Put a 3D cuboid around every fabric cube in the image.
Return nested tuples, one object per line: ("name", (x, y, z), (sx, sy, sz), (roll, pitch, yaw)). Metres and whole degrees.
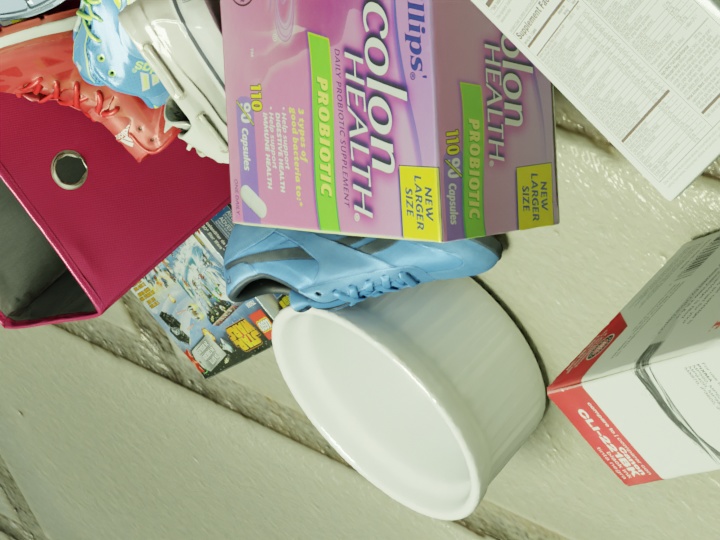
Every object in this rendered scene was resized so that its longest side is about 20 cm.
("fabric cube", (-0.214, -0.095, 1.906), (0.196, 0.199, 0.200), (55, 154, -15))

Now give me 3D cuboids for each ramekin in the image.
("ramekin", (0.040, 0.076, 1.872), (0.200, 0.098, 0.201), (37, 153, 23))

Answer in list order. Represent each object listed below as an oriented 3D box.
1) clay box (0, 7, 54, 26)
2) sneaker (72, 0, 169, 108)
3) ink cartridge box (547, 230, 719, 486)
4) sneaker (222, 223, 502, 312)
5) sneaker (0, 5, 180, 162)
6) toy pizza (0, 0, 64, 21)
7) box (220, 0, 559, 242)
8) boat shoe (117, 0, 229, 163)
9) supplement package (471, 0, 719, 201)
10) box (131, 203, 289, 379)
("clay box", (-0.266, -0.229, 1.815), (0.115, 0.048, 0.200), (54, 159, -14))
("sneaker", (-0.152, -0.172, 1.647), (0.200, 0.105, 0.076), (49, 178, -42))
("ink cartridge box", (0.220, 0.040, 1.478), (0.084, 0.144, 0.200), (49, 155, -8))
("sneaker", (0.000, 0.000, 1.781), (0.200, 0.078, 0.066), (3, 157, 21))
("sneaker", (-0.190, -0.122, 1.764), (0.078, 0.200, 0.116), (-178, 71, -70))
("toy pizza", (-0.252, -0.259, 1.682), (0.200, 0.032, 0.200), (8, 120, 14))
("box", (0.014, -0.113, 1.540), (0.200, 0.097, 0.176), (7, 102, 49))
("boat shoe", (-0.093, -0.106, 1.652), (0.200, 0.066, 0.072), (60, -169, -48))
("supplement package", (0.155, -0.174, 1.261), (0.200, 0.152, 0.151), (46, 155, 4))
("box", (-0.124, 0.011, 2.105), (0.137, 0.040, 0.200), (51, 155, -6))
